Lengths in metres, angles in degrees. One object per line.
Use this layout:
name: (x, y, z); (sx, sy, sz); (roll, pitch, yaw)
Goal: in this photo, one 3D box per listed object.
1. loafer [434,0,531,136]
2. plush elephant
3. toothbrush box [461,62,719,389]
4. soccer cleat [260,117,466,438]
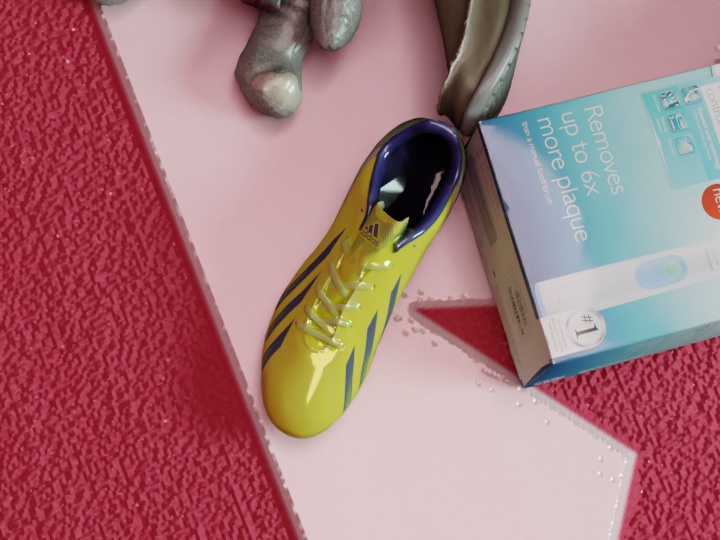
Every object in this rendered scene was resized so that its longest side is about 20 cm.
loafer: (0.066, -0.169, 1.140); (0.070, 0.075, 0.200); (12, 62, 1)
plush elephant: (-0.049, -0.210, 1.091); (0.165, 0.155, 0.200); (40, 76, 3)
toothbrush box: (0.173, -0.030, 1.117); (0.200, 0.085, 0.146); (-13, 79, -11)
soccer cleat: (-0.001, -0.001, 1.087); (0.065, 0.084, 0.200); (28, 76, -1)
